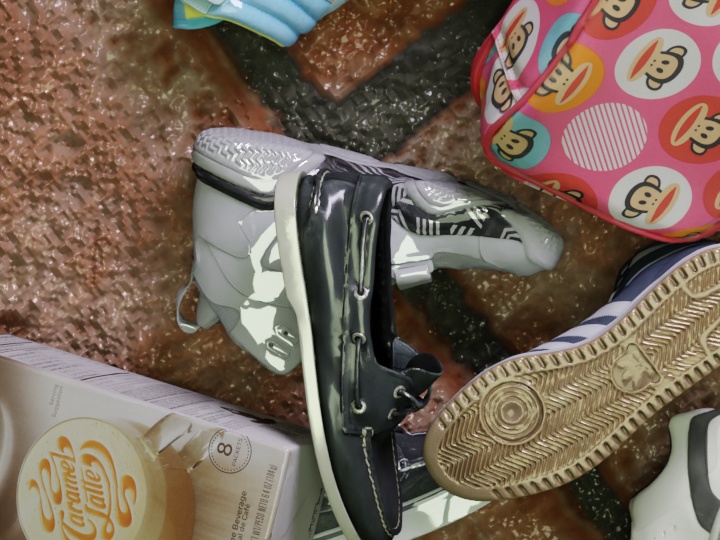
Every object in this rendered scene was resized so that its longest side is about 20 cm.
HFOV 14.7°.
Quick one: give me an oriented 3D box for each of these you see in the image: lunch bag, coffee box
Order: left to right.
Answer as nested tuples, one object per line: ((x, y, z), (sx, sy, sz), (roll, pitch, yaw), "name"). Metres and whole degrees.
((-0.126, 0.113, 1.438), (0.200, 0.080, 0.115), (16, 97, 17), "coffee box")
((0.169, -0.110, 1.385), (0.176, 0.082, 0.200), (23, 123, -23), "lunch bag")

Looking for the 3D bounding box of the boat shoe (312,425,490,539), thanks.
((0.001, 0.109, 1.479), (0.200, 0.072, 0.068), (-21, 99, 9), "boat shoe")

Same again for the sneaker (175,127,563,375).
((0.000, 0.000, 1.460), (0.199, 0.075, 0.115), (14, 99, 2), "sneaker")

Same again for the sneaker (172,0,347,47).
((-0.077, -0.199, 1.427), (0.131, 0.080, 0.200), (-43, 96, 4), "sneaker")

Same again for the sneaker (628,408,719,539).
((0.173, 0.164, 1.496), (0.080, 0.074, 0.200), (34, 110, 34), "sneaker")

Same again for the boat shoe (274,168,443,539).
((0.007, 0.044, 1.395), (0.066, 0.075, 0.200), (-8, 98, 12), "boat shoe")

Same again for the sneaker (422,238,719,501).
((0.122, 0.049, 1.450), (0.200, 0.109, 0.070), (-32, 96, 5), "sneaker")
